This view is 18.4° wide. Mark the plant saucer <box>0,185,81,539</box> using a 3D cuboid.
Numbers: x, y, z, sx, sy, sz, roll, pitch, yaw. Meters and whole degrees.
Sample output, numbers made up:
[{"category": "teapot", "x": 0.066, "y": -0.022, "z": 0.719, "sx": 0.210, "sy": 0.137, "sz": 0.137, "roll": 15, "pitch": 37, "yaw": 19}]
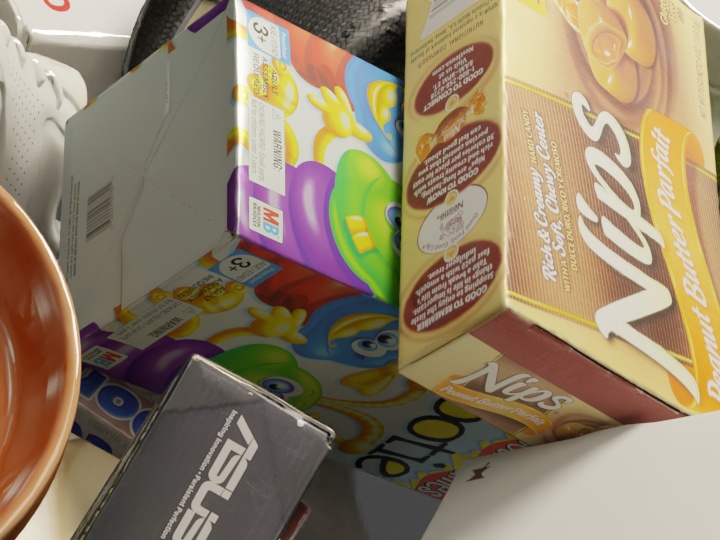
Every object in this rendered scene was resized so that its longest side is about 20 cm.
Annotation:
[{"category": "plant saucer", "x": -0.190, "y": 0.031, "z": 0.704, "sx": 0.200, "sy": 0.032, "sz": 0.200, "roll": 6, "pitch": 55, "yaw": -9}]

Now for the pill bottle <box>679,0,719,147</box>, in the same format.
[{"category": "pill bottle", "x": 0.117, "y": -0.048, "z": 0.979, "sx": 0.111, "sy": 0.200, "sz": 0.111, "roll": 19, "pitch": 38, "yaw": -16}]

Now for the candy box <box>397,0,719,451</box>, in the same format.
[{"category": "candy box", "x": 0.073, "y": -0.033, "z": 0.792, "sx": 0.115, "sy": 0.055, "sz": 0.200, "roll": 30, "pitch": 46, "yaw": -32}]

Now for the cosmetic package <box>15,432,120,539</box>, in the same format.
[{"category": "cosmetic package", "x": -0.061, "y": 0.142, "z": 0.750, "sx": 0.200, "sy": 0.073, "sz": 0.104, "roll": 29, "pitch": 38, "yaw": -3}]

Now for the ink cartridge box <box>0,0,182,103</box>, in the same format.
[{"category": "ink cartridge box", "x": -0.097, "y": -0.118, "z": 1.011, "sx": 0.200, "sy": 0.084, "sz": 0.145, "roll": 0, "pitch": 47, "yaw": -35}]

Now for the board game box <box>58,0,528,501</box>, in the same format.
[{"category": "board game box", "x": 0.000, "y": 0.000, "z": 0.821, "sx": 0.200, "sy": 0.103, "sz": 0.105, "roll": 24, "pitch": 50, "yaw": -36}]

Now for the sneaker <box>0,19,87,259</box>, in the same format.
[{"category": "sneaker", "x": -0.148, "y": -0.067, "z": 0.818, "sx": 0.078, "sy": 0.200, "sz": 0.099, "roll": 33, "pitch": 53, "yaw": 29}]

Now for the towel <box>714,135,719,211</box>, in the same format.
[{"category": "towel", "x": 0.190, "y": 0.018, "z": 0.940, "sx": 0.144, "sy": 0.200, "sz": 0.023, "roll": 9, "pitch": 54, "yaw": -2}]

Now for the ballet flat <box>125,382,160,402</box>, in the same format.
[{"category": "ballet flat", "x": -0.015, "y": 0.042, "z": 0.903, "sx": 0.200, "sy": 0.067, "sz": 0.062, "roll": -8, "pitch": 61, "yaw": -39}]

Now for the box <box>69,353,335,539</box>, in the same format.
[{"category": "box", "x": -0.082, "y": 0.123, "z": 0.610, "sx": 0.049, "sy": 0.161, "sz": 0.200, "roll": 30, "pitch": 79, "yaw": -1}]

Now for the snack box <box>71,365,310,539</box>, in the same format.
[{"category": "snack box", "x": -0.116, "y": 0.057, "z": 0.807, "sx": 0.200, "sy": 0.072, "sz": 0.024, "roll": 33, "pitch": 42, "yaw": 4}]

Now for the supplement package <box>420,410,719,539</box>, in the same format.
[{"category": "supplement package", "x": 0.104, "y": 0.163, "z": 0.720, "sx": 0.200, "sy": 0.121, "sz": 0.120, "roll": 64, "pitch": 32, "yaw": -20}]

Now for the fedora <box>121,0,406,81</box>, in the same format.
[{"category": "fedora", "x": 0.001, "y": -0.073, "z": 0.932, "sx": 0.201, "sy": 0.201, "sz": 0.092, "roll": -1, "pitch": 11, "yaw": -35}]
